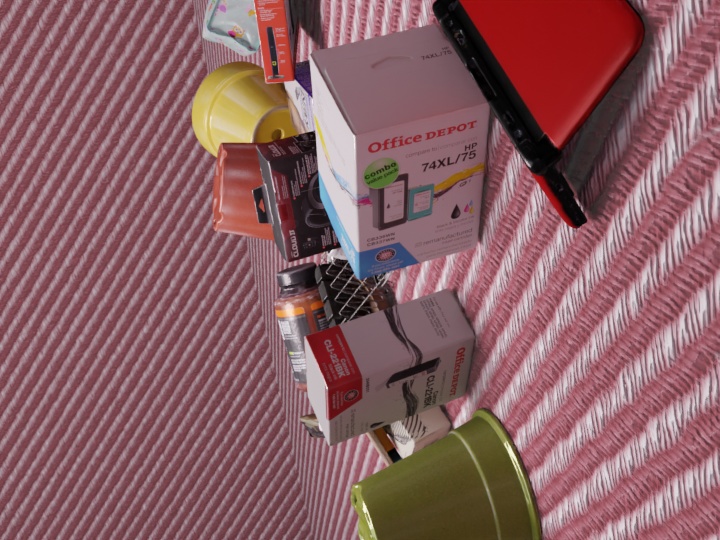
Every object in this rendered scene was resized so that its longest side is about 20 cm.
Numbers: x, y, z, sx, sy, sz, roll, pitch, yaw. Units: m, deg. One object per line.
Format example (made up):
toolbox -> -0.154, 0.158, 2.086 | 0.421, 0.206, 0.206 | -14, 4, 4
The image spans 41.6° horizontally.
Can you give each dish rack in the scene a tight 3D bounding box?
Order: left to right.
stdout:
dish rack -> 0.000, 0.000, 1.460 | 0.201, 0.054, 0.155 | -52, 44, 38

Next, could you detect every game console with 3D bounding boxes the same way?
game console -> 0.150, -0.166, 0.749 | 0.172, 0.118, 0.202 | 39, -157, -52

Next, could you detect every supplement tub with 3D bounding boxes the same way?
supplement tub -> -0.081, 0.092, 1.581 | 0.107, 0.105, 0.203 | -160, 55, -75

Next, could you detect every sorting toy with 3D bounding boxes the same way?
sorting toy -> 0.029, 0.262, 1.479 | 0.201, 0.036, 0.185 | 54, 177, -19

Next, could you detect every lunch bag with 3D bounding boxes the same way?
lunch bag -> -0.201, -0.498, 1.704 | 0.202, 0.121, 0.170 | -67, 16, 3

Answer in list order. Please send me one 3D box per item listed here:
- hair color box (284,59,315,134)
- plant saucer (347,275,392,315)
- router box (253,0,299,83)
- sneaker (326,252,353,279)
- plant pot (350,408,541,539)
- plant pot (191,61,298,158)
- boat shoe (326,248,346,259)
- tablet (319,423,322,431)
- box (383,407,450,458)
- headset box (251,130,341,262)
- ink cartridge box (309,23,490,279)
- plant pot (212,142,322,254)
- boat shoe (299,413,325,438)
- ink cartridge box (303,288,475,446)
hair color box -> -0.069, -0.261, 1.534 | 0.200, 0.064, 0.111 | -123, 21, -60
plant saucer -> 0.029, 0.101, 1.555 | 0.200, 0.036, 0.203 | 162, 91, -74
router box -> -0.135, -0.429, 1.522 | 0.201, 0.048, 0.181 | -91, -3, -51
sneaker -> -0.026, 0.014, 1.639 | 0.071, 0.072, 0.203 | -135, 32, -76
plant pot -> 0.093, 0.295, 1.157 | 0.200, 0.187, 0.203 | 164, 90, -78
plant pot -> -0.201, -0.287, 1.847 | 0.188, 0.199, 0.203 | 35, 141, 47
boat shoe -> -0.020, -0.116, 1.384 | 0.072, 0.067, 0.203 | -148, 61, -66
tablet -> -0.033, 0.170, 1.410 | 0.200, 0.013, 0.132 | 145, 129, -71
box -> 0.050, 0.182, 1.411 | 0.201, 0.068, 0.083 | 54, 156, 30
headset box -> -0.047, -0.110, 1.286 | 0.077, 0.197, 0.151 | -128, 25, -60
ink cartridge box -> 0.039, -0.125, 1.001 | 0.202, 0.145, 0.147 | 87, 163, -47
plant pot -> -0.149, -0.134, 1.611 | 0.201, 0.192, 0.204 | -177, 90, -76
boat shoe -> -0.119, 0.423, 2.574 | 0.200, 0.071, 0.066 | 156, 103, -72
ink cartridge box -> 0.036, 0.121, 1.189 | 0.145, 0.197, 0.084 | 90, 156, -52
